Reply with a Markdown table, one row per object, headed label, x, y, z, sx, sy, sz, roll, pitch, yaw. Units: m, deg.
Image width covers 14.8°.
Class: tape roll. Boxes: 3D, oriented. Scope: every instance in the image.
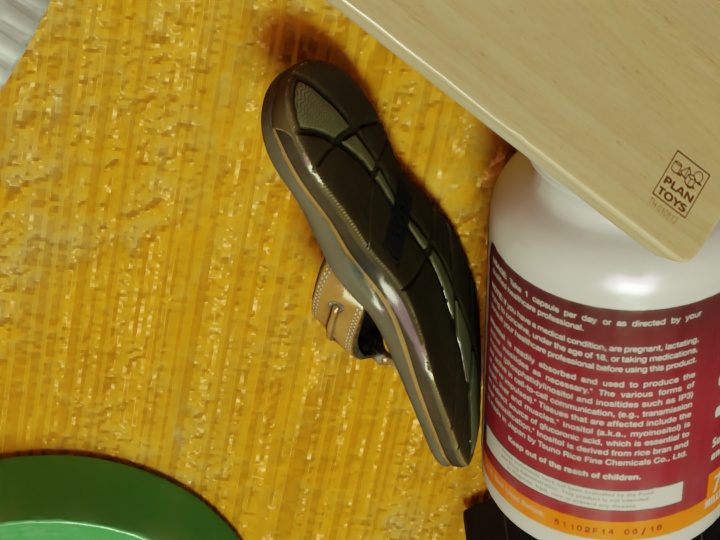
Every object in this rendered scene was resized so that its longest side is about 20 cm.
| label | x | y | z | sx | sy | sz | roll | pitch | yaw |
| --- | --- | --- | --- | --- | --- | --- | --- | --- | --- |
| tape roll | -0.143 | 0.176 | 1.301 | 0.199 | 0.048 | 0.201 | -2 | 127 | -2 |

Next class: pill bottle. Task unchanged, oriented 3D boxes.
| label | x | y | z | sx | sy | sz | roll | pitch | yaw |
| --- | --- | --- | --- | --- | --- | --- | --- | --- | --- |
| pill bottle | 0.108 | 0.012 | 1.151 | 0.112 | 0.113 | 0.201 | -2 | 128 | -2 |

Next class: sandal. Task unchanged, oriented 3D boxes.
| label | x | y | z | sx | sy | sz | roll | pitch | yaw |
| --- | --- | --- | --- | --- | --- | --- | --- | --- | --- |
| sandal | 0.000 | 0.000 | 1.161 | 0.054 | 0.082 | 0.200 | -12 | 130 | 27 |

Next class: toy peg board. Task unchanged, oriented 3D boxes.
| label | x | y | z | sx | sy | sz | roll | pitch | yaw |
| --- | --- | --- | --- | --- | --- | --- | --- | --- | --- |
| toy peg board | 0.078 | -0.143 | 0.999 | 0.200 | 0.098 | 0.200 | 36 | 83 | -26 |

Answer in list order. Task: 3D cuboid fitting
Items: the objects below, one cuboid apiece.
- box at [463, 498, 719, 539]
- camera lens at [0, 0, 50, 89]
| label | x | y | z | sx | sy | sz | roll | pitch | yaw |
| --- | --- | --- | --- | --- | --- | --- | --- | --- | --- |
| box | 0.162 | 0.171 | 1.220 | 0.196 | 0.200 | 0.124 | -23 | 126 | 14 |
| camera lens | -0.222 | -0.133 | 0.992 | 0.200 | 0.160 | 0.160 | 32 | 119 | -24 |
